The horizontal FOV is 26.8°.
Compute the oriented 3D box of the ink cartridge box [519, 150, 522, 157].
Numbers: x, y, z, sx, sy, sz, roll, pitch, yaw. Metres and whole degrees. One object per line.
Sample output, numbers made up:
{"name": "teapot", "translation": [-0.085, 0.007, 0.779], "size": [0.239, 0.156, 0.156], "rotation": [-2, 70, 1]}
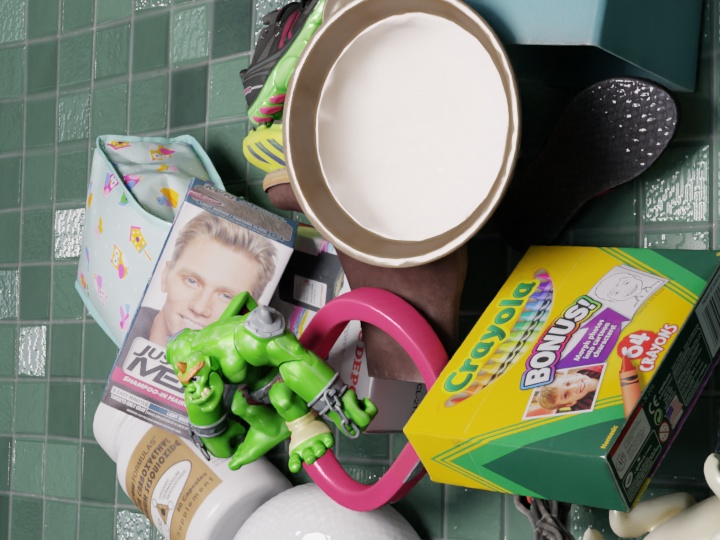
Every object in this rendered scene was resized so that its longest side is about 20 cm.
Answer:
{"name": "ink cartridge box", "translation": [0.063, -0.183, 1.218], "size": [0.059, 0.103, 0.203], "rotation": [-20, 73, 39]}

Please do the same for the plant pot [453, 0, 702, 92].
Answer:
{"name": "plant pot", "translation": [0.169, -0.247, 1.108], "size": [0.140, 0.140, 0.203], "rotation": [8, 87, 42]}

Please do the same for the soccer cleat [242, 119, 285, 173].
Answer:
{"name": "soccer cleat", "translation": [-0.036, -0.086, 1.328], "size": [0.199, 0.064, 0.085], "rotation": [10, 95, 42]}

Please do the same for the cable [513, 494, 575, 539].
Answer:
{"name": "cable", "translation": [0.128, 0.172, 1.102], "size": [0.098, 0.050, 0.201], "rotation": [-56, 8, 35]}

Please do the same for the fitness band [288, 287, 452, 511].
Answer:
{"name": "fitness band", "translation": [0.004, 0.100, 1.165], "size": [0.144, 0.037, 0.201], "rotation": [53, 139, 18]}

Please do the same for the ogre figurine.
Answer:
{"name": "ogre figurine", "translation": [-0.084, 0.088, 1.166], "size": [0.121, 0.098, 0.199], "rotation": [56, 161, -14]}

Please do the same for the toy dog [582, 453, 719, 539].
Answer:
{"name": "toy dog", "translation": [0.236, 0.220, 1.020], "size": [0.193, 0.140, 0.200], "rotation": [39, 116, -2]}

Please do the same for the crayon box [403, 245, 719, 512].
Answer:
{"name": "crayon box", "translation": [0.152, 0.068, 1.063], "size": [0.171, 0.200, 0.059], "rotation": [3, 133, 42]}

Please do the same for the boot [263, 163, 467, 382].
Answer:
{"name": "boot", "translation": [0.000, 0.000, 1.172], "size": [0.198, 0.072, 0.169], "rotation": [4, 99, 42]}

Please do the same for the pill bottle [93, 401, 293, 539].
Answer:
{"name": "pill bottle", "translation": [-0.158, 0.182, 1.382], "size": [0.200, 0.114, 0.115], "rotation": [38, 111, 38]}

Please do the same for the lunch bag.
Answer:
{"name": "lunch bag", "translation": [-0.178, -0.009, 1.380], "size": [0.200, 0.120, 0.172], "rotation": [48, 134, 49]}

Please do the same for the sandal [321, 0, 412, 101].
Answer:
{"name": "sandal", "translation": [0.022, -0.157, 1.146], "size": [0.200, 0.054, 0.081], "rotation": [50, 118, 34]}

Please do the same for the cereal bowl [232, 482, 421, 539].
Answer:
{"name": "cereal bowl", "translation": [-0.036, 0.280, 1.247], "size": [0.198, 0.083, 0.203], "rotation": [2, 95, 26]}

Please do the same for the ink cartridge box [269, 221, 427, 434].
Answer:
{"name": "ink cartridge box", "translation": [-0.027, 0.044, 1.294], "size": [0.199, 0.082, 0.148], "rotation": [15, 96, 43]}

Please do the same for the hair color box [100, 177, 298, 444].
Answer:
{"name": "hair color box", "translation": [-0.136, 0.036, 1.263], "size": [0.061, 0.099, 0.202], "rotation": [-85, 19, -67]}

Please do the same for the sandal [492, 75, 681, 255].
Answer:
{"name": "sandal", "translation": [0.171, -0.085, 1.144], "size": [0.075, 0.045, 0.200], "rotation": [51, 137, 7]}

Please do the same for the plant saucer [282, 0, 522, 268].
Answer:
{"name": "plant saucer", "translation": [0.031, -0.103, 1.088], "size": [0.198, 0.029, 0.203], "rotation": [0, 91, 31]}

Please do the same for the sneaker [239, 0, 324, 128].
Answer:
{"name": "sneaker", "translation": [-0.049, -0.217, 1.344], "size": [0.200, 0.076, 0.084], "rotation": [-46, 59, 27]}
